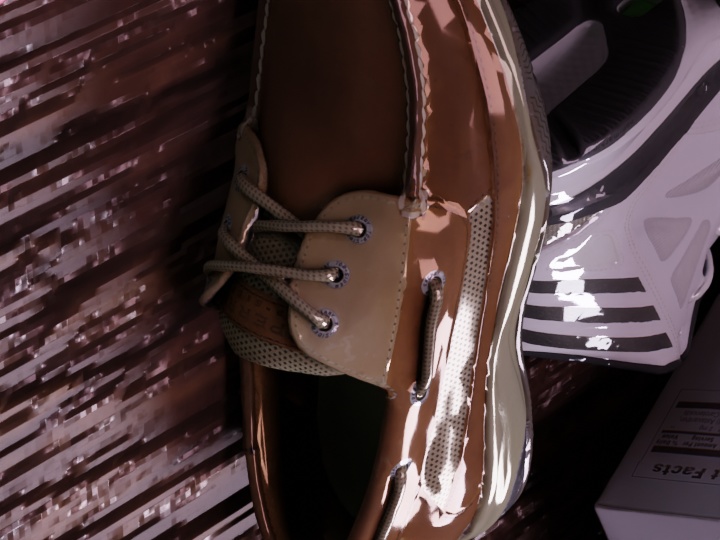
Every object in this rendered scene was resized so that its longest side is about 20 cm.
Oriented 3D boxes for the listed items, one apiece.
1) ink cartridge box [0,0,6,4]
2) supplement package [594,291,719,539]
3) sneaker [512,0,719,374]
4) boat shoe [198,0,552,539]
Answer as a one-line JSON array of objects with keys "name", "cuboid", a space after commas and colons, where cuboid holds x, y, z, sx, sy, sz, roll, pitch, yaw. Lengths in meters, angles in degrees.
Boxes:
[{"name": "ink cartridge box", "cuboid": [-0.061, -0.132, 0.510, 0.200, 0.147, 0.086, -35, 133, -37]}, {"name": "supplement package", "cuboid": [0.198, 0.063, 0.908, 0.200, 0.150, 0.152, -55, 134, -37]}, {"name": "sneaker", "cuboid": [0.096, -0.046, 0.845, 0.200, 0.076, 0.116, -35, 142, -28]}, {"name": "boat shoe", "cuboid": [0.000, 0.000, 0.723, 0.074, 0.076, 0.200, -33, 131, -36]}]
